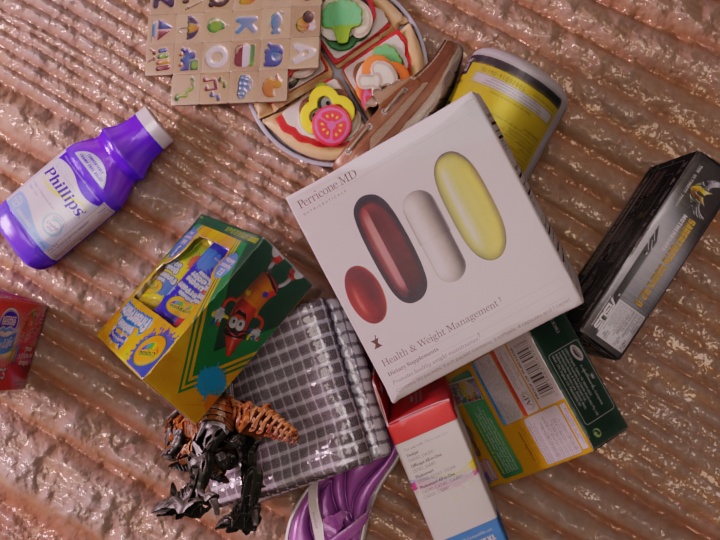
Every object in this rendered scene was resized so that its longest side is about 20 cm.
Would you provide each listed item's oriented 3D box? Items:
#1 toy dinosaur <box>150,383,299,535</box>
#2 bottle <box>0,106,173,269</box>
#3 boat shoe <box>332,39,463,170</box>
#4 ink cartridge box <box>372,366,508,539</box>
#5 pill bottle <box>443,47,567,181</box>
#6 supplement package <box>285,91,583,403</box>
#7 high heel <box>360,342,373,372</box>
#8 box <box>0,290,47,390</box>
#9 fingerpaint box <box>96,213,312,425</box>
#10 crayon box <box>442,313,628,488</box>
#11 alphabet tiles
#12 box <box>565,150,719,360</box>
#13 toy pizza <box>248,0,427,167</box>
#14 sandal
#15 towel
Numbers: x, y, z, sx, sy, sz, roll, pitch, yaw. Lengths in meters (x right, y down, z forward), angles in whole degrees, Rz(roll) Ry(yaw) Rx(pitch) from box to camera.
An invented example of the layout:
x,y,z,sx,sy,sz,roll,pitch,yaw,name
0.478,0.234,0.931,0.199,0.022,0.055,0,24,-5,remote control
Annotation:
x,y,z,sx,sy,sz,roll,pitch,yaw,name
-0.129,0.161,1.073,0.101,0.200,0.138,14,68,-16,toy dinosaur
-0.286,-0.090,1.232,0.199,0.065,0.084,-39,84,0,bottle
0.040,-0.161,1.184,0.071,0.076,0.201,29,65,8,boat shoe
0.076,0.178,1.135,0.066,0.116,0.203,-22,95,3,ink cartridge box
0.117,-0.110,1.179,0.111,0.112,0.202,29,87,7,pill bottle
0.070,-0.026,1.056,0.189,0.147,0.202,-29,92,10,supplement package
0.000,0.000,1.197,0.095,0.067,0.202,-29,86,-9,high heel
-0.400,0.061,1.160,0.101,0.200,0.096,16,88,7,box
-0.157,0.039,1.128,0.073,0.199,0.167,44,80,-24,fingerpaint box
0.157,0.127,1.135,0.051,0.200,0.127,-25,82,-30,crayon box
-0.135,-0.259,1.247,0.197,0.006,0.169,0,81,15,alphabet tiles
0.265,-0.012,1.133,0.048,0.158,0.201,34,87,-1,box
-0.027,-0.211,1.240,0.197,0.032,0.204,0,84,5,toy pizza
-0.021,0.232,1.188,0.081,0.050,0.205,24,86,7,sandal
-0.080,0.132,1.145,0.198,0.085,0.168,-24,81,33,towel
